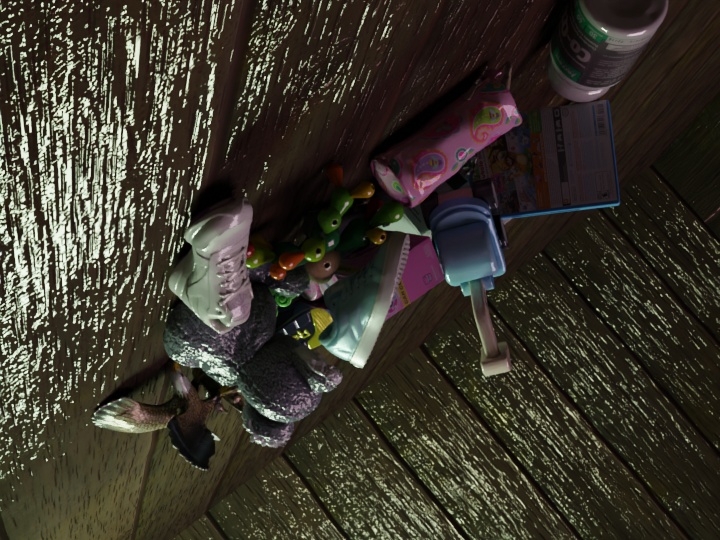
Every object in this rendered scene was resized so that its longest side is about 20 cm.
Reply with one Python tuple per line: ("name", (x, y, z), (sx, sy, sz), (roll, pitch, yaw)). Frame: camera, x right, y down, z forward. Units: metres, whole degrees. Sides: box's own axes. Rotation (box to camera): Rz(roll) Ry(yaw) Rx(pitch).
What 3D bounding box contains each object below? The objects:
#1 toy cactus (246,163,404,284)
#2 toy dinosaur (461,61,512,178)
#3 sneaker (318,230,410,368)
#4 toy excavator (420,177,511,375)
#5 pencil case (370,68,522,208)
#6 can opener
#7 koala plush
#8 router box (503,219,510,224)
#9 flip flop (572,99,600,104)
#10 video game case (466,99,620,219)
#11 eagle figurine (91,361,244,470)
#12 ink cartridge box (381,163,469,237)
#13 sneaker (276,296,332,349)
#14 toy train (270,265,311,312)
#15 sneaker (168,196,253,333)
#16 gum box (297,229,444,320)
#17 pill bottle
("toy cactus", (-0.051, -0.036, 1.385), (0.199, 0.102, 0.165), (-28, 161, -16))
("toy dinosaur", (0.145, -0.180, 1.580), (0.200, 0.047, 0.088), (-42, 137, 4))
("sneaker", (-0.002, 0.030, 1.421), (0.074, 0.082, 0.201), (-68, 179, -58))
("toy excavator", (0.148, 0.010, 1.550), (0.099, 0.195, 0.200), (-12, -141, 12))
("pencil case", (0.108, -0.164, 1.480), (0.200, 0.088, 0.087), (-39, 170, -11))
("can opener", (-0.009, -0.082, 1.539), (0.200, 0.053, 0.067), (-18, 124, -64))
("koala plush", (-0.123, 0.105, 1.439), (0.177, 0.200, 0.184), (-45, 169, 28))
("router box", (0.147, -0.070, 1.915), (0.200, 0.049, 0.179), (-39, -164, -7))
("flip flop", (0.349, -0.243, 2.059), (0.200, 0.081, 0.058), (-39, 153, -15))
("video game case", (0.244, -0.148, 1.614), (0.199, 0.144, 0.018), (-6, 173, 13))
("eagle figurine", (-0.249, 0.195, 1.608), (0.151, 0.151, 0.200), (-29, -171, 37))
("ink cartridge box", (0.124, -0.117, 1.715), (0.200, 0.083, 0.147), (-38, 172, -16))
("sneaker", (-0.127, 0.086, 1.674), (0.199, 0.074, 0.082), (-21, -145, 13))
("toy train", (-0.141, 0.054, 1.567), (0.200, 0.056, 0.042), (-45, -176, 22))
("sneaker", (-0.135, -0.005, 1.215), (0.075, 0.100, 0.200), (-32, 166, -29))
("gum box", (0.000, 0.000, 1.570), (0.113, 0.066, 0.200), (-34, -155, -28))
("pill bottle", (0.307, -0.301, 1.519), (0.113, 0.113, 0.200), (-37, 169, -16))
